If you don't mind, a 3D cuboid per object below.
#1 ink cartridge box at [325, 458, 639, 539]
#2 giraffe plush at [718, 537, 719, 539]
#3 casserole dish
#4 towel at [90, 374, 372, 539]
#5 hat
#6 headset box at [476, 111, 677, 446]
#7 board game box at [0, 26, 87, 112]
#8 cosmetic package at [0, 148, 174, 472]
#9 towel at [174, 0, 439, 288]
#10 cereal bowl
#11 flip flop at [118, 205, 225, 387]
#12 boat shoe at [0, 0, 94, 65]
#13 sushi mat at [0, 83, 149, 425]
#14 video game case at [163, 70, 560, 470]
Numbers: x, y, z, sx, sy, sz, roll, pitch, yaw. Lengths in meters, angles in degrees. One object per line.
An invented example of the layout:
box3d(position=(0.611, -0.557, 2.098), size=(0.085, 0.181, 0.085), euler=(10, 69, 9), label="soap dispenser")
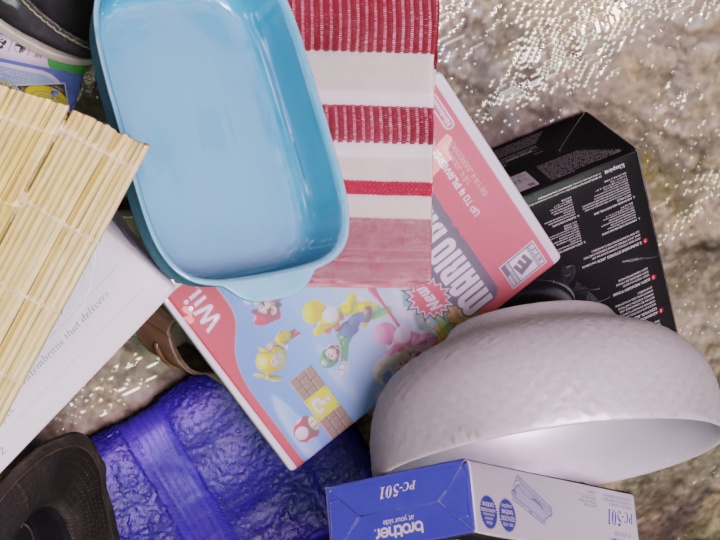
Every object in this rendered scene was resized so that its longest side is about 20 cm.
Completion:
box3d(position=(0.074, 0.146, 1.452), size=(0.200, 0.094, 0.044), euler=(17, 64, -56), label="ink cartridge box")
box3d(position=(0.149, 0.239, 1.620), size=(0.162, 0.173, 0.200), euler=(16, 117, -6), label="giraffe plush")
box3d(position=(-0.079, -0.075, 1.339), size=(0.121, 0.039, 0.200), euler=(-11, 79, -31), label="casserole dish")
box3d(position=(-0.088, 0.135, 1.522), size=(0.200, 0.050, 0.148), euler=(-31, 121, -8), label="towel")
box3d(position=(-0.205, 0.184, 1.409), size=(0.081, 0.201, 0.201), euler=(4, 118, 22), label="hat")
box3d(position=(0.108, 0.027, 1.542), size=(0.149, 0.077, 0.200), euler=(-23, 120, -11), label="headset box")
box3d(position=(-0.258, -0.082, 1.365), size=(0.200, 0.034, 0.135), euler=(9, 108, -26), label="board game box")
box3d(position=(-0.243, 0.002, 1.317), size=(0.199, 0.123, 0.200), euler=(-47, 121, 2), label="cosmetic package")
box3d(position=(-0.030, -0.090, 1.390), size=(0.144, 0.023, 0.200), euler=(2, 80, 0), label="towel")
box3d(position=(0.100, 0.069, 1.427), size=(0.200, 0.200, 0.083), euler=(-3, 74, -22), label="cereal bowl")
box3d(position=(-0.088, 0.032, 1.452), size=(0.200, 0.058, 0.081), euler=(34, 100, -8), label="flip flop")
box3d(position=(-0.186, -0.183, 1.319), size=(0.200, 0.068, 0.072), euler=(50, 58, -28), label="boat shoe")
box3d(position=(-0.189, 0.006, 1.262), size=(0.096, 0.012, 0.200), euler=(24, 101, -28), label="sushi mat")
box3d(position=(0.000, 0.000, 1.432), size=(0.200, 0.017, 0.143), euler=(-38, 117, -6), label="video game case")
